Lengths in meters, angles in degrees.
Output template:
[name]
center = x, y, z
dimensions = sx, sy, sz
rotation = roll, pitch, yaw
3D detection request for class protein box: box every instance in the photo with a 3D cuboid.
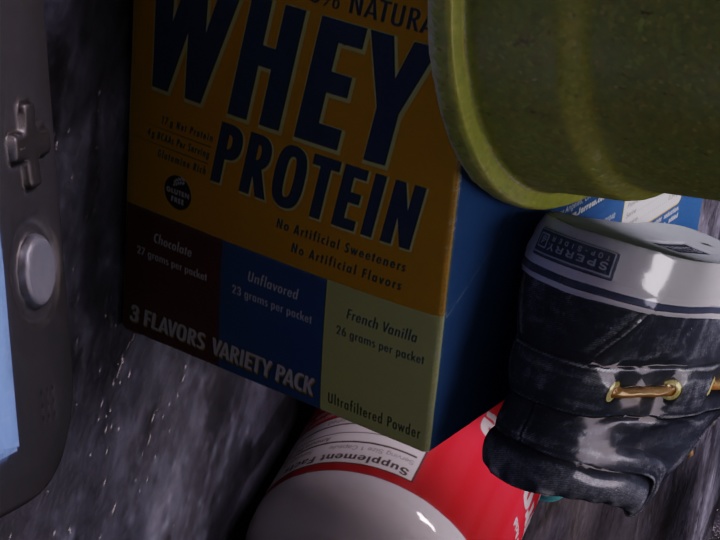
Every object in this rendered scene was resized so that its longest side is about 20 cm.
[protein box]
center = 0.031, -0.079, 0.784
dimensions = 0.198, 0.135, 0.201
rotation = -29, 131, -50

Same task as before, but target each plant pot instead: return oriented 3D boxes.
[plant pot]
center = 0.150, -0.089, 0.652
dimensions = 0.200, 0.184, 0.201
rotation = -36, 136, -45

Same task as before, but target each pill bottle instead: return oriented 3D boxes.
[pill bottle]
center = 0.016, 0.110, 0.991
dimensions = 0.200, 0.112, 0.113
rotation = -59, 155, -49

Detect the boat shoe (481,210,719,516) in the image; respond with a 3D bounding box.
[boat shoe]
center = 0.108, 0.034, 0.785
dimensions = 0.200, 0.071, 0.091
rotation = 7, 104, -54

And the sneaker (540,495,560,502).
[sneaker]
center = 0.163, 0.081, 1.583
dimensions = 0.200, 0.077, 0.080
rotation = -57, 174, -40

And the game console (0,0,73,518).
[game console]
center = -0.121, -0.013, 0.535
dimensions = 0.200, 0.031, 0.178
rotation = -28, 120, -72
